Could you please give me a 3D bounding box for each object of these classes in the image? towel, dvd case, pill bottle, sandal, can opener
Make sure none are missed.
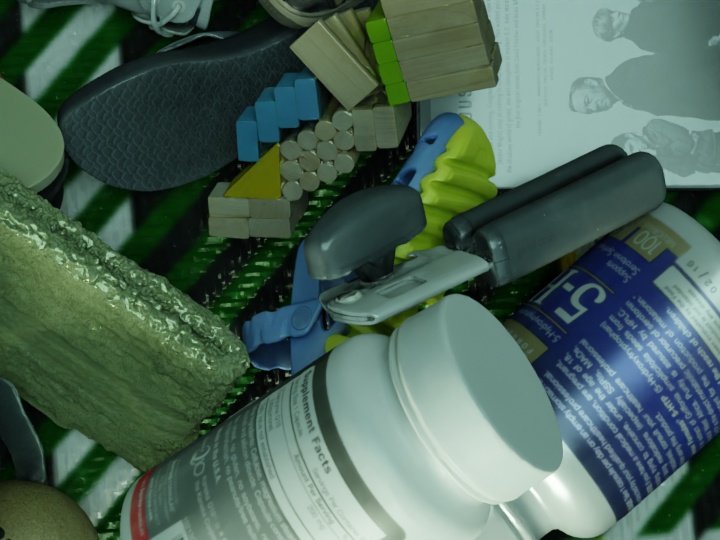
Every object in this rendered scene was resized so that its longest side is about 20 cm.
[{"bbox_3d":[-0.157,0.022,0.972,0.199,0.149,0.037,34,54,-1],"label":"towel"},{"bbox_3d":[0.128,-0.119,1.057,0.198,0.025,0.152,0,86,-3],"label":"dvd case"},{"bbox_3d":[0.118,0.069,0.996,0.200,0.120,0.120,-40,90,-6],"label":"pill bottle"},{"bbox_3d":[-0.009,0.102,0.909,0.199,0.114,0.114,-34,89,22],"label":"pill bottle"},{"bbox_3d":[-0.071,-0.102,1.028,0.199,0.043,0.076,-23,128,-16],"label":"sandal"},{"bbox_3d":[0.000,0.000,1.007,0.087,0.079,0.201,29,85,32],"label":"sandal"},{"bbox_3d":[0.063,-0.029,0.944,0.199,0.053,0.067,-26,114,-24],"label":"can opener"}]

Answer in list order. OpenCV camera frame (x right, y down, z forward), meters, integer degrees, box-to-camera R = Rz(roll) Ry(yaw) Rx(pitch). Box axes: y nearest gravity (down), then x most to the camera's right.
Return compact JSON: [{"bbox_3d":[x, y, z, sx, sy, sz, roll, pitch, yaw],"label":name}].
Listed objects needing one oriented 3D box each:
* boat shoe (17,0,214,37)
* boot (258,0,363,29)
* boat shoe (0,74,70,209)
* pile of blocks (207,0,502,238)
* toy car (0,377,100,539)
[{"bbox_3d":[-0.095,-0.164,1.024,0.199,0.072,0.069,-14,85,-15],"label":"boat shoe"},{"bbox_3d":[0.043,-0.208,0.958,0.200,0.150,0.073,-35,92,-24],"label":"boot"},{"bbox_3d":[-0.232,-0.099,1.003,0.074,0.063,0.201,-39,74,-23],"label":"boat shoe"},{"bbox_3d":[-0.010,-0.094,0.998,0.200,0.062,0.082,-36,103,23],"label":"pile of blocks"},{"bbox_3d":[-0.183,0.161,0.961,0.164,0.158,0.201,-35,66,19],"label":"toy car"}]
